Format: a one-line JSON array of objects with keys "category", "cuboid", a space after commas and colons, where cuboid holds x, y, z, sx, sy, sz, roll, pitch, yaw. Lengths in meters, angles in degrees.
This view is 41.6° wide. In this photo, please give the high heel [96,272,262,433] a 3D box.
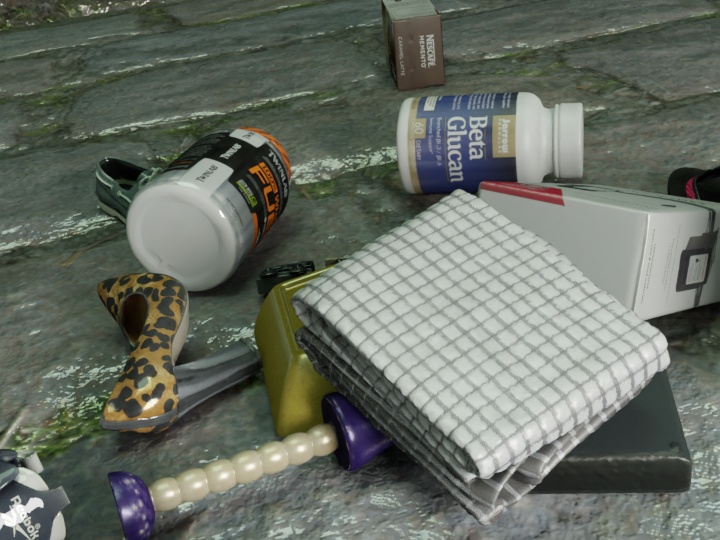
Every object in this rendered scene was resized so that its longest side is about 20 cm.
[{"category": "high heel", "cuboid": [-0.198, 0.061, 0.781, 0.200, 0.071, 0.142, 25, 34, 34]}]

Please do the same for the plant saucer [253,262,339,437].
[{"category": "plant saucer", "cuboid": [0.009, 0.036, 0.768, 0.200, 0.048, 0.200, -20, 24, -4]}]

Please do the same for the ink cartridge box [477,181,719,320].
[{"category": "ink cartridge box", "cuboid": [0.202, -0.022, 0.761, 0.145, 0.083, 0.200, 15, 14, 39]}]

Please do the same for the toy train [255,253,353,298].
[{"category": "toy train", "cuboid": [0.000, 0.000, 0.906, 0.200, 0.034, 0.046, -7, 14, 3]}]

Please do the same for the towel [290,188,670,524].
[{"category": "towel", "cuboid": [0.074, 0.049, 0.617, 0.166, 0.086, 0.200, -30, 50, -25]}]

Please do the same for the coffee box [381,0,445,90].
[{"category": "coffee box", "cuboid": [0.085, -0.383, 1.571, 0.080, 0.114, 0.200, -7, 27, -1]}]

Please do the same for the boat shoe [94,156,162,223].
[{"category": "boat shoe", "cuboid": [-0.256, -0.091, 1.124, 0.073, 0.062, 0.200, -27, 32, -35]}]

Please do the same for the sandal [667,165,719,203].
[{"category": "sandal", "cuboid": [0.355, -0.069, 0.934, 0.075, 0.045, 0.200, -5, 26, 6]}]

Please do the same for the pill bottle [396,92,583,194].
[{"category": "pill bottle", "cuboid": [0.148, -0.143, 1.065, 0.200, 0.111, 0.111, 0, 27, 15]}]

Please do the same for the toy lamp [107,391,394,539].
[{"category": "toy lamp", "cuboid": [-0.065, 0.126, 0.635, 0.200, 0.058, 0.058, -16, 27, -19]}]

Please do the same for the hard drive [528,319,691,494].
[{"category": "hard drive", "cuboid": [0.151, 0.086, 0.687, 0.139, 0.033, 0.200, -3, 26, 10]}]

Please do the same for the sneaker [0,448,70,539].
[{"category": "sneaker", "cuboid": [-0.244, 0.169, 0.568, 0.129, 0.080, 0.199, -17, 16, 0]}]

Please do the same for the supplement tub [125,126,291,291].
[{"category": "supplement tub", "cuboid": [-0.149, -0.073, 0.991, 0.122, 0.123, 0.200, 1, 28, 16]}]
